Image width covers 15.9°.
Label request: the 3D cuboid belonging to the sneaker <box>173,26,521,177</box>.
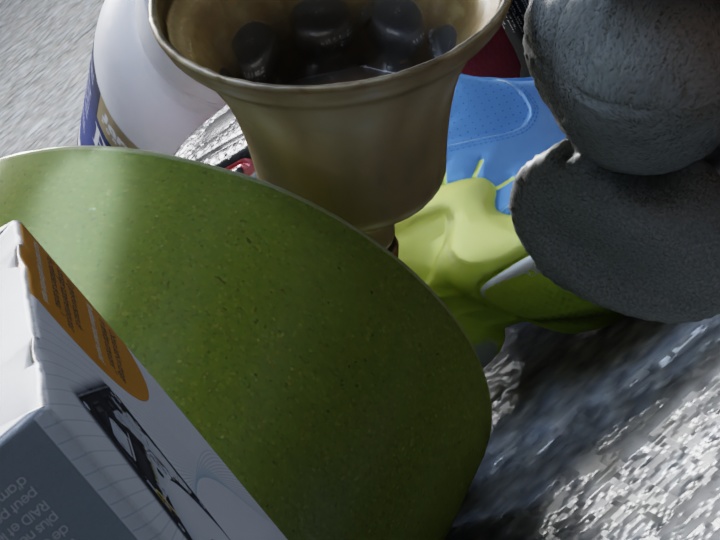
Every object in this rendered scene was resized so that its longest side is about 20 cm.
[{"bbox_3d":[0.004,-0.047,0.953,0.074,0.087,0.200,-22,19,47],"label":"sneaker"}]

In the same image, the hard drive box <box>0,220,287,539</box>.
[{"bbox_3d":[-0.039,0.102,0.559,0.077,0.200,0.156,-38,18,1],"label":"hard drive box"}]

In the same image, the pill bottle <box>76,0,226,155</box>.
[{"bbox_3d":[-0.062,-0.078,1.101,0.111,0.111,0.200,-45,-7,-21],"label":"pill bottle"}]

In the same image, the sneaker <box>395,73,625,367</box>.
[{"bbox_3d":[0.001,-0.009,0.876,0.199,0.076,0.105,-15,57,3],"label":"sneaker"}]

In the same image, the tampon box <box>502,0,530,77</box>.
[{"bbox_3d":[0.123,-0.149,0.961,0.150,0.126,0.200,-31,16,-7],"label":"tampon box"}]

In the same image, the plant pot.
[{"bbox_3d":[-0.075,0.101,0.724,0.187,0.187,0.200,-23,36,41],"label":"plant pot"}]

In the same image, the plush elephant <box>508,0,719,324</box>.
[{"bbox_3d":[0.111,-0.075,0.748,0.200,0.154,0.165,-94,13,-52],"label":"plush elephant"}]

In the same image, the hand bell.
[{"bbox_3d":[0.000,0.000,0.780,0.104,0.200,0.104,-4,37,3],"label":"hand bell"}]
